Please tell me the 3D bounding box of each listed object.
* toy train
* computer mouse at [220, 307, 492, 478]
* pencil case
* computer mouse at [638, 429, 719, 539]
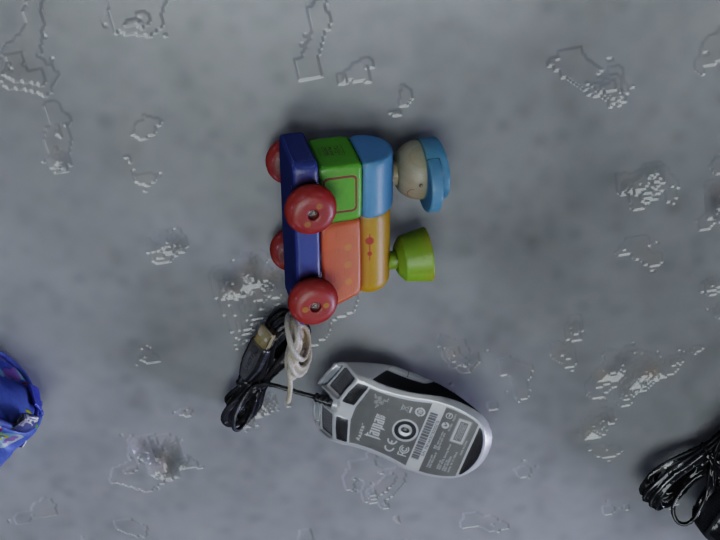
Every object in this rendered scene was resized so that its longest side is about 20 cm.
[{"bbox_3d":[0.000,0.000,0.911,0.115,0.085,0.201,-8,123,-11],"label":"toy train"},{"bbox_3d":[0.002,0.100,0.992,0.199,0.044,0.110,20,116,-6],"label":"computer mouse"},{"bbox_3d":[-0.315,0.143,0.997,0.087,0.078,0.200,26,120,-35],"label":"pencil case"},{"bbox_3d":[0.328,0.194,1.048,0.138,0.053,0.200,-37,105,20],"label":"computer mouse"}]
